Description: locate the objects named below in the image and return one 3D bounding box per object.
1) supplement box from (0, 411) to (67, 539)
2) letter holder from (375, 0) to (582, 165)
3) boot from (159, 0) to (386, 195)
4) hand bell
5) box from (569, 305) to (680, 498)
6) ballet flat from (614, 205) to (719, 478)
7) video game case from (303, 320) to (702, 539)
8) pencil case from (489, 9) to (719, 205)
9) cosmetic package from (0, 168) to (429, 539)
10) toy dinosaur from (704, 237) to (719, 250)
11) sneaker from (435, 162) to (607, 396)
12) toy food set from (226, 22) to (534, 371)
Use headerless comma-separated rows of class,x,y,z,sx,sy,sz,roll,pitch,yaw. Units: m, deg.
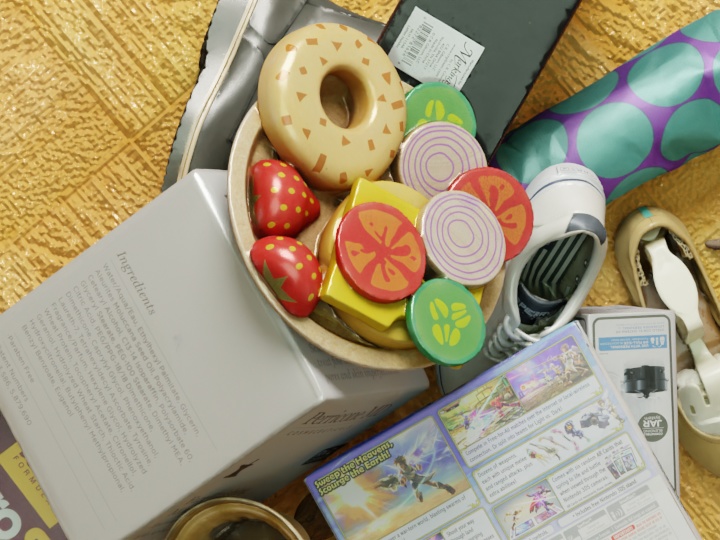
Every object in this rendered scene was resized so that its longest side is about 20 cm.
supplement box,-0.269,0.184,1.488,0.200,0.103,0.131,-38,91,-1
letter holder,0.074,-0.163,1.460,0.100,0.142,0.201,29,101,-3
boot,-0.052,-0.093,1.505,0.137,0.077,0.201,18,92,-7
hand bell,-0.045,0.172,1.450,0.103,0.200,0.105,3,100,17
box,0.165,0.125,1.488,0.060,0.117,0.202,-3,92,-11
ballet flat,0.222,0.053,1.517,0.068,0.063,0.201,-25,92,-1
video game case,0.094,0.158,1.412,0.199,0.045,0.182,-30,90,5
pencil case,0.179,-0.088,1.502,0.199,0.085,0.093,-29,120,0
cosmetic package,-0.100,0.058,1.417,0.199,0.165,0.166,-35,77,21
toy dinosaur,0.338,-0.035,1.512,0.199,0.086,0.136,-30,99,5
sneaker,0.100,0.024,1.458,0.073,0.071,0.201,16,125,-10
toy food set,0.012,-0.037,1.341,0.197,0.049,0.201,27,58,-20
